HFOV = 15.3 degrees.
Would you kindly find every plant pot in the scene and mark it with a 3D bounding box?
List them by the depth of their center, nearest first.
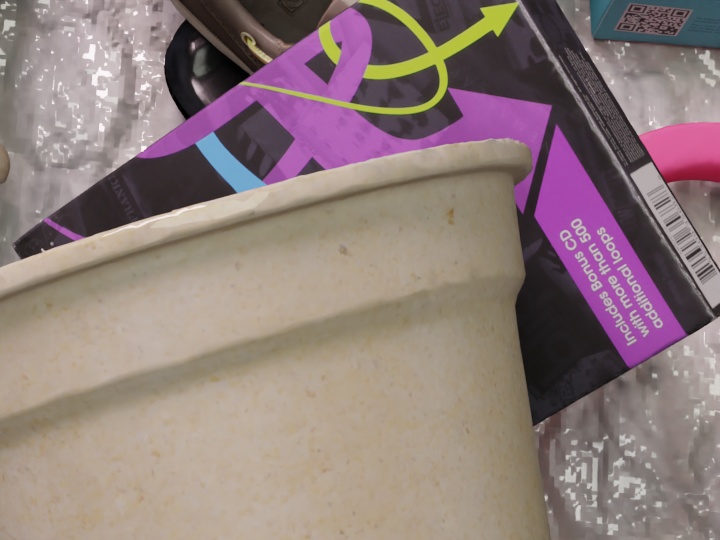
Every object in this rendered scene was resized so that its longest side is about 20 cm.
[{"bbox_3d":[-0.022,0.081,0.743,0.200,0.200,0.184,-16,85,-15],"label":"plant pot"}]

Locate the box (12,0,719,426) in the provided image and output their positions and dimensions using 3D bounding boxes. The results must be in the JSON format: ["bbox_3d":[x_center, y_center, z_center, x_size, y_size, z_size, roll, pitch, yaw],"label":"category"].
[{"bbox_3d":[0.000,0.000,0.859,0.200,0.036,0.143,-33,88,26],"label":"box"}]

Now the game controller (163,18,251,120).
[{"bbox_3d":[0.018,-0.038,0.930,0.104,0.042,0.200,-37,63,-6],"label":"game controller"}]

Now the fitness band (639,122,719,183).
[{"bbox_3d":[0.114,0.042,0.941,0.143,0.037,0.200,25,70,-1],"label":"fitness band"}]

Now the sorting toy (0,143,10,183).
[{"bbox_3d":[-0.209,-0.039,0.894,0.179,0.107,0.201,-6,71,8],"label":"sorting toy"}]

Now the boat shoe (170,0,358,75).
[{"bbox_3d":[-0.002,-0.080,0.897,0.072,0.060,0.200,-44,65,-10],"label":"boat shoe"}]

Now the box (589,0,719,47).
[{"bbox_3d":[0.130,-0.185,1.015,0.082,0.049,0.201,4,70,-8],"label":"box"}]
